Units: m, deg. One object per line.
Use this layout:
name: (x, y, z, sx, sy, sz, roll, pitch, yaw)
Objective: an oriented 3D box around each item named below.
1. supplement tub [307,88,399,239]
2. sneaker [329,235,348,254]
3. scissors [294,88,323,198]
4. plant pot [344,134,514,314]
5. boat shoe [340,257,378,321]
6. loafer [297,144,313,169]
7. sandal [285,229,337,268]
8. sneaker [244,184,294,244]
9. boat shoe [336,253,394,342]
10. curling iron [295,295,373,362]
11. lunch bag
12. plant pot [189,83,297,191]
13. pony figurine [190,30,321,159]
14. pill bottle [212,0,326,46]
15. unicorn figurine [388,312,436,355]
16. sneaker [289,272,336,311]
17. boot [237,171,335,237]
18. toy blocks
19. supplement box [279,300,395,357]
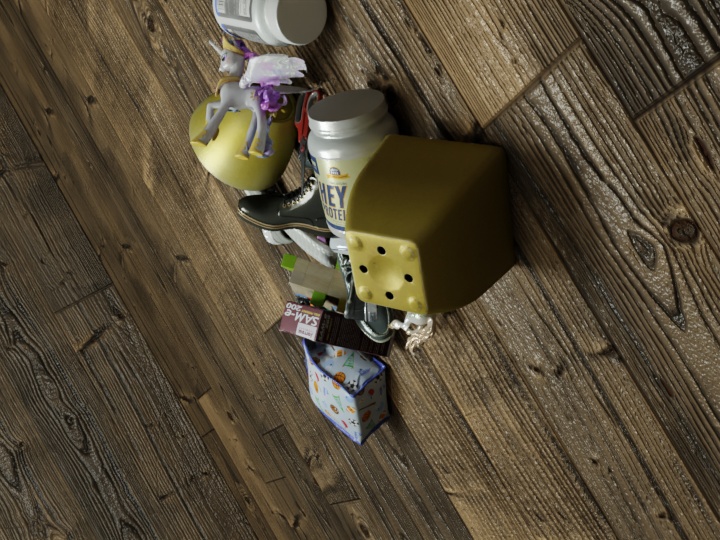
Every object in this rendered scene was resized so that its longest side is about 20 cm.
supplement tub: (-0.002, -0.165, 1.459, 0.144, 0.144, 0.202, 27, 139, 49)
sneaker: (0.043, -0.018, 1.497, 0.197, 0.073, 0.072, 7, 100, 16)
scissors: (-0.100, -0.219, 1.607, 0.073, 0.014, 0.203, -2, 77, 50)
plant pot: (0.082, -0.049, 1.295, 0.192, 0.200, 0.198, 11, 128, 31)
boat shoe: (0.000, 0.002, 1.596, 0.074, 0.067, 0.202, 86, -174, -56)
loafer: (-0.067, -0.208, 1.620, 0.200, 0.070, 0.069, -2, 115, 62)
sandal: (-0.074, -0.052, 1.823, 0.202, 0.050, 0.083, 36, 162, 20)
sneaker: (-0.178, -0.143, 1.903, 0.079, 0.074, 0.202, 11, 132, 46)
boat shoe: (0.005, 0.032, 1.664, 0.062, 0.072, 0.203, 70, 180, -74)
curling iron: (-0.052, 0.115, 1.845, 0.199, 0.050, 0.026, 39, -169, -12)
lunch bag: (-0.038, 0.232, 1.954, 0.199, 0.123, 0.172, 30, 142, 35)
plant pot: (-0.191, -0.267, 1.680, 0.201, 0.199, 0.142, 57, 138, 7)
pony figurine: (-0.174, -0.287, 1.532, 0.190, 0.203, 0.167, 10, 172, 8)
pill bottle: (-0.146, -0.423, 1.502, 0.199, 0.113, 0.115, 27, 139, 49)
unicorn figurine: (0.082, 0.030, 1.588, 0.202, 0.073, 0.137, 59, 146, 10)
sneaker: (-0.078, 0.064, 1.913, 0.199, 0.071, 0.081, 34, 139, 41)
boot: (-0.120, -0.138, 1.692, 0.139, 0.197, 0.078, 109, 162, -52)
toy blocks: (-0.050, 0.037, 1.770, 0.197, 0.101, 0.137, 16, 167, 7)
supplement box: (-0.040, 0.110, 1.736, 0.108, 0.198, 0.062, 12, 87, 45)
